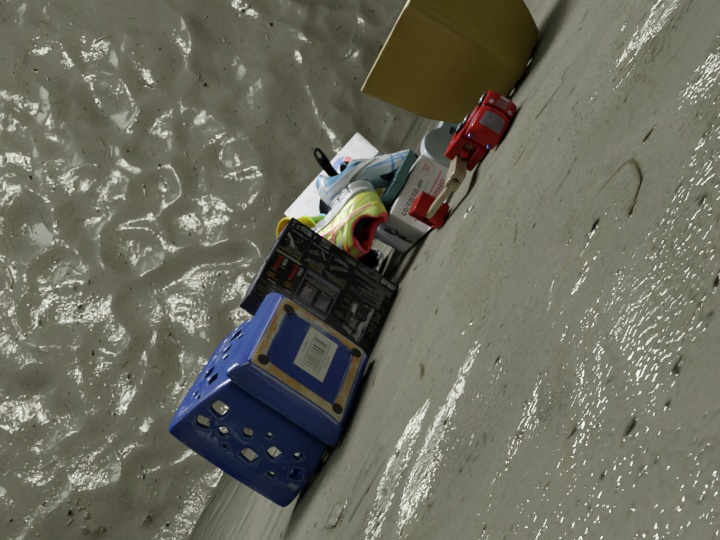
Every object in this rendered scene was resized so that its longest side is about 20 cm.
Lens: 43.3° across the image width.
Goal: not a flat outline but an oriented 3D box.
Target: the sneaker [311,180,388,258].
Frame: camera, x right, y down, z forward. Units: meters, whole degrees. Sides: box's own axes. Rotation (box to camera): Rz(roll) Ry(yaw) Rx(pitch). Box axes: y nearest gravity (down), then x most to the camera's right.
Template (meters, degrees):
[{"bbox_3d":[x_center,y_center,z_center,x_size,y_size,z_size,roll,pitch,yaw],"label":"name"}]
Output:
[{"bbox_3d":[-0.029,-0.041,1.432,0.078,0.090,0.200,13,-63,-50],"label":"sneaker"}]

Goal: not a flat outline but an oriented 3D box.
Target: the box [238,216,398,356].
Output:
[{"bbox_3d":[-0.057,0.038,1.348,0.050,0.200,0.158,-44,17,53],"label":"box"}]

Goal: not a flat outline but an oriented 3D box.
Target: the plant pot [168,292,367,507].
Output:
[{"bbox_3d":[-0.109,0.163,1.231,0.180,0.200,0.200,-49,11,36],"label":"plant pot"}]

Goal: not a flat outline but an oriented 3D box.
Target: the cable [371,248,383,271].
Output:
[{"bbox_3d":[-0.024,0.039,1.817,0.201,0.069,0.200,-60,4,11],"label":"cable"}]

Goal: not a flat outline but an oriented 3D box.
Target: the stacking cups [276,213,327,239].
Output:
[{"bbox_3d":[-0.048,-0.067,1.530,0.199,0.061,0.061,-9,-39,-46],"label":"stacking cups"}]

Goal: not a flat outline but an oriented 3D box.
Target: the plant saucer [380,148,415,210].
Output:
[{"bbox_3d":[0.044,-0.118,1.475,0.070,0.019,0.200,-64,4,-30],"label":"plant saucer"}]

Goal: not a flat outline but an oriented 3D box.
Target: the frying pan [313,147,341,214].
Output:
[{"bbox_3d":[-0.022,-0.153,1.551,0.115,0.031,0.190,-30,-33,-22],"label":"frying pan"}]

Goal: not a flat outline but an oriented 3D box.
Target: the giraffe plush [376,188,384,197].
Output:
[{"bbox_3d":[0.008,-0.143,1.715,0.172,0.163,0.200,-30,-1,19],"label":"giraffe plush"}]

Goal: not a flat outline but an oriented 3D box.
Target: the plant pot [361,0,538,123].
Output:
[{"bbox_3d":[0.150,-0.340,1.370,0.194,0.199,0.196,-55,8,51],"label":"plant pot"}]

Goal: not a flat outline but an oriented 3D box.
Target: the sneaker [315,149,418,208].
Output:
[{"bbox_3d":[0.014,-0.164,1.504,0.200,0.073,0.072,-28,-15,-31],"label":"sneaker"}]

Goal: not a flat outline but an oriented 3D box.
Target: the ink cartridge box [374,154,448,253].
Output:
[{"bbox_3d":[0.089,-0.110,1.467,0.115,0.068,0.200,-63,4,-14],"label":"ink cartridge box"}]

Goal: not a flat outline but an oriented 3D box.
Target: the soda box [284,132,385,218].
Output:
[{"bbox_3d":[-0.039,-0.146,1.626,0.200,0.068,0.064,-47,-32,5],"label":"soda box"}]

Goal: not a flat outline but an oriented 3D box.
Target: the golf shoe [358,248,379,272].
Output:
[{"bbox_3d":[0.000,0.000,1.627,0.200,0.094,0.078,28,-110,-59],"label":"golf shoe"}]

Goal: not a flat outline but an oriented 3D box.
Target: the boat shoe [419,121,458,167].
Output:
[{"bbox_3d":[0.134,-0.195,1.548,0.091,0.071,0.200,-59,-2,33],"label":"boat shoe"}]

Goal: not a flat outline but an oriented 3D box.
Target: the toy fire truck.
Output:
[{"bbox_3d":[0.139,-0.149,1.266,0.141,0.049,0.200,-63,6,-20],"label":"toy fire truck"}]
